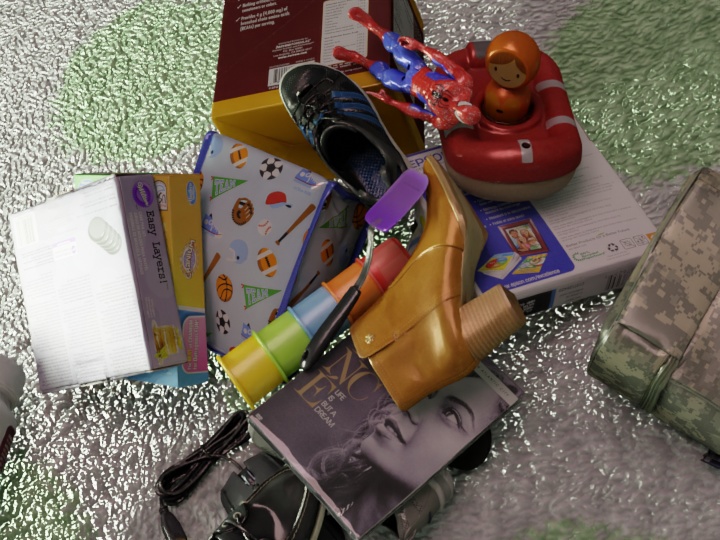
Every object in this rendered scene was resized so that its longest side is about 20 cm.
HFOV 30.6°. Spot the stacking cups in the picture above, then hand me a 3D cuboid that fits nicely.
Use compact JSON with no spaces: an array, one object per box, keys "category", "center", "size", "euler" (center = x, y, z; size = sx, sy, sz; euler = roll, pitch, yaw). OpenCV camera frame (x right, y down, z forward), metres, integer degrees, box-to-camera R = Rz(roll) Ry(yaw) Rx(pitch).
[{"category":"stacking cups","center":[-0.038,0.043,1.208],"size":[0.199,0.061,0.061],"euler":[-38,52,-10]}]

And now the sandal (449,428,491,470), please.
[{"category":"sandal","center":[0.024,0.127,1.190],"size":[0.198,0.076,0.045],"euler":[19,23,28]}]

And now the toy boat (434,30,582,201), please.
[{"category":"toy boat","center":[0.138,-0.162,1.221],"size":[0.128,0.132,0.202],"euler":[-4,47,-4]}]

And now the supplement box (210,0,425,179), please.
[{"category":"supplement box","center":[-0.041,-0.218,1.410],"size":[0.194,0.133,0.202],"euler":[-9,55,16]}]

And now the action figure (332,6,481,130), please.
[{"category":"action figure","center":[0.045,-0.181,1.220],"size":[0.200,0.051,0.066],"euler":[39,107,40]}]

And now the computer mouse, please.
[{"category":"computer mouse","center":[-0.112,0.221,1.201],"size":[0.140,0.046,0.200],"euler":[-37,53,-6]}]

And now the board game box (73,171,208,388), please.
[{"category":"board game box","center":[-0.216,0.005,1.295],"size":[0.152,0.040,0.203],"euler":[4,99,42]}]

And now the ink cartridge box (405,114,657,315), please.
[{"category":"ink cartridge box","center":[0.158,-0.052,1.239],"size":[0.195,0.047,0.201],"euler":[-16,48,-15]}]

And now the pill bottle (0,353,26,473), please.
[{"category":"pill bottle","center":[-0.410,0.181,1.305],"size":[0.113,0.115,0.202],"euler":[1,58,22]}]

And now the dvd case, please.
[{"category":"dvd case","center":[0.023,0.119,1.145],"size":[0.199,0.016,0.149],"euler":[-37,65,-22]}]

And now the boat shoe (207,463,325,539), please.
[{"category":"boat shoe","center":[-0.103,0.246,1.129],"size":[0.074,0.066,0.200],"euler":[44,102,30]}]

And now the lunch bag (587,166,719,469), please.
[{"category":"lunch bag","center":[0.303,0.045,1.097],"size":[0.167,0.140,0.201],"euler":[30,74,16]}]

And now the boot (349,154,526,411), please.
[{"category":"boot","center":[0.047,0.009,1.143],"size":[0.143,0.071,0.203],"euler":[-32,56,15]}]

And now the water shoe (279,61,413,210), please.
[{"category":"water shoe","center":[-0.017,-0.135,1.235],"size":[0.072,0.079,0.200],"euler":[-46,64,10]}]

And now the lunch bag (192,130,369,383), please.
[{"category":"lunch bag","center":[-0.100,-0.010,1.299],"size":[0.169,0.123,0.202],"euler":[23,91,32]}]

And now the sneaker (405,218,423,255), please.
[{"category":"sneaker","center":[0.067,0.011,1.263],"size":[0.072,0.072,0.202],"euler":[17,62,7]}]

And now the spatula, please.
[{"category":"spatula","center":[0.000,0.000,1.150],"size":[0.202,0.020,0.056],"euler":[-62,28,3]}]

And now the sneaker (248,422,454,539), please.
[{"category":"sneaker","center":[-0.020,0.174,1.159],"size":[0.198,0.075,0.082],"euler":[18,49,24]}]

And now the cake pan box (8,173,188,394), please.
[{"category":"cake pan box","center":[-0.260,0.017,1.275],"size":[0.198,0.052,0.187],"euler":[-15,84,42]}]
